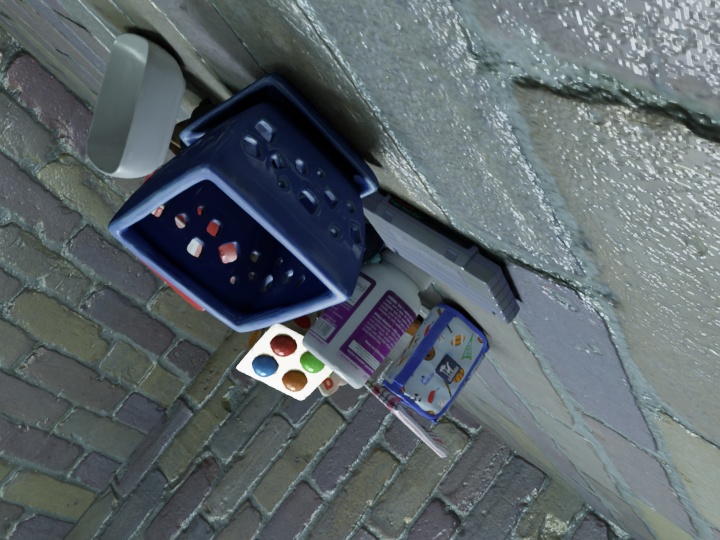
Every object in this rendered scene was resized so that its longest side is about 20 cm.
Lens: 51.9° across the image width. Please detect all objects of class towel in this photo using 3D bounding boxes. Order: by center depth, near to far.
[{"bbox_3d":[0.063,0.232,1.273,0.146,0.030,0.200,46,174,-30],"label":"towel"}]

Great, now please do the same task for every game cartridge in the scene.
[{"bbox_3d":[0.092,-0.020,0.872,0.200,0.038,0.130,35,168,32],"label":"game cartridge"}]

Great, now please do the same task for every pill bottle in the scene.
[{"bbox_3d":[0.016,0.061,1.070,0.112,0.200,0.112,38,173,6],"label":"pill bottle"}]

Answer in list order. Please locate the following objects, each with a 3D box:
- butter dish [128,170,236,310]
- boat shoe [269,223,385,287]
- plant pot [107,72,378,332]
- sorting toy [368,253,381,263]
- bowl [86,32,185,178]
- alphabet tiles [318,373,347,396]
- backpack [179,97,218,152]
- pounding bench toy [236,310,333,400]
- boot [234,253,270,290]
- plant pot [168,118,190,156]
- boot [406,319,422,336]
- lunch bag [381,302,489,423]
[{"bbox_3d":[-0.263,-0.070,1.211,0.200,0.148,0.199,42,133,-4],"label":"butter dish"},{"bbox_3d":[-0.061,-0.015,1.063,0.084,0.200,0.069,56,-156,7],"label":"boat shoe"},{"bbox_3d":[-0.109,-0.074,0.780,0.200,0.180,0.200,-18,130,43],"label":"plant pot"},{"bbox_3d":[0.000,0.000,1.229,0.180,0.107,0.200,34,176,-24],"label":"sorting toy"},{"bbox_3d":[-0.324,-0.234,1.077,0.074,0.200,0.200,12,-169,-37],"label":"bowl"},{"bbox_3d":[-0.070,0.115,1.330,0.015,0.200,0.196,-28,91,49],"label":"alphabet tiles"},{"bbox_3d":[-0.134,-0.124,0.989,0.167,0.127,0.200,28,171,40],"label":"backpack"},{"bbox_3d":[-0.076,0.123,1.195,0.200,0.124,0.156,30,-146,-19],"label":"pounding bench toy"},{"bbox_3d":[-0.140,-0.019,1.140,0.070,0.147,0.200,29,156,-7],"label":"boot"},{"bbox_3d":[-0.207,-0.177,1.151,0.201,0.093,0.201,39,174,5],"label":"plant pot"},{"bbox_3d":[0.088,0.100,1.611,0.200,0.069,0.188,35,168,-30],"label":"boot"},{"bbox_3d":[0.124,0.154,1.226,0.124,0.170,0.200,33,173,22],"label":"lunch bag"}]
